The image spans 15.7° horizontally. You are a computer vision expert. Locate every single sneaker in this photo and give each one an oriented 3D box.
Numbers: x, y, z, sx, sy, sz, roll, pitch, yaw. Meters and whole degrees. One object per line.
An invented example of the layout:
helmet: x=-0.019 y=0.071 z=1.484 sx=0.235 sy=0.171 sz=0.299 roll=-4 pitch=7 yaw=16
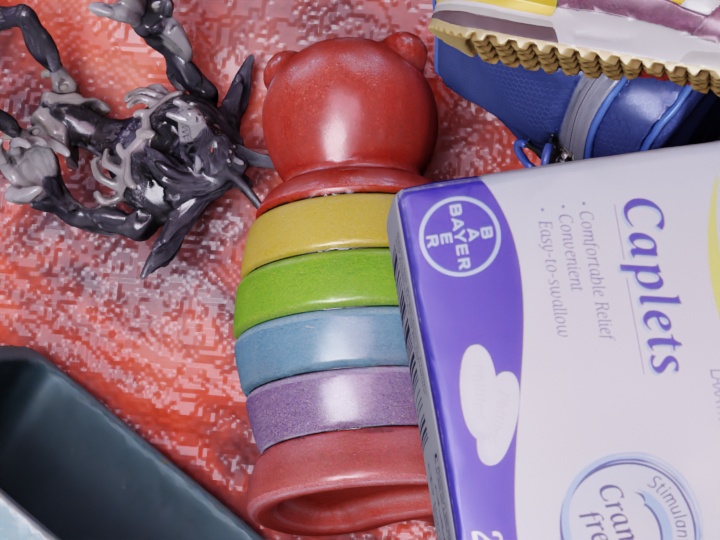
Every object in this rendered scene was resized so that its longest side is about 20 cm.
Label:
sneaker: x=0.127 y=-0.112 z=0.956 sx=0.199 sy=0.075 sz=0.090 roll=9 pitch=88 yaw=7

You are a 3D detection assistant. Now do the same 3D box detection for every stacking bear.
stacking bear: x=0.000 y=0.000 z=1.092 sx=0.121 sy=0.114 sz=0.201 roll=-11 pitch=74 yaw=24

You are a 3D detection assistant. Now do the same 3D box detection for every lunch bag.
lunch bag: x=0.127 y=-0.116 z=1.067 sx=0.132 sy=0.136 sz=0.200 roll=37 pitch=78 yaw=13

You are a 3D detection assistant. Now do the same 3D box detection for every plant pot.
plant pot: x=-0.155 y=0.168 z=1.061 sx=0.196 sy=0.196 sz=0.200 roll=39 pitch=99 yaw=13

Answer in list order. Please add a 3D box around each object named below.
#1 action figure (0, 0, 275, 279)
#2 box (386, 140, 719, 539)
action figure: x=-0.122 y=-0.072 z=1.131 sx=0.199 sy=0.102 sz=0.119 roll=19 pitch=73 yaw=12
box: x=0.122 y=0.050 z=0.976 sx=0.199 sy=0.105 sz=0.185 roll=-9 pitch=80 yaw=-3
